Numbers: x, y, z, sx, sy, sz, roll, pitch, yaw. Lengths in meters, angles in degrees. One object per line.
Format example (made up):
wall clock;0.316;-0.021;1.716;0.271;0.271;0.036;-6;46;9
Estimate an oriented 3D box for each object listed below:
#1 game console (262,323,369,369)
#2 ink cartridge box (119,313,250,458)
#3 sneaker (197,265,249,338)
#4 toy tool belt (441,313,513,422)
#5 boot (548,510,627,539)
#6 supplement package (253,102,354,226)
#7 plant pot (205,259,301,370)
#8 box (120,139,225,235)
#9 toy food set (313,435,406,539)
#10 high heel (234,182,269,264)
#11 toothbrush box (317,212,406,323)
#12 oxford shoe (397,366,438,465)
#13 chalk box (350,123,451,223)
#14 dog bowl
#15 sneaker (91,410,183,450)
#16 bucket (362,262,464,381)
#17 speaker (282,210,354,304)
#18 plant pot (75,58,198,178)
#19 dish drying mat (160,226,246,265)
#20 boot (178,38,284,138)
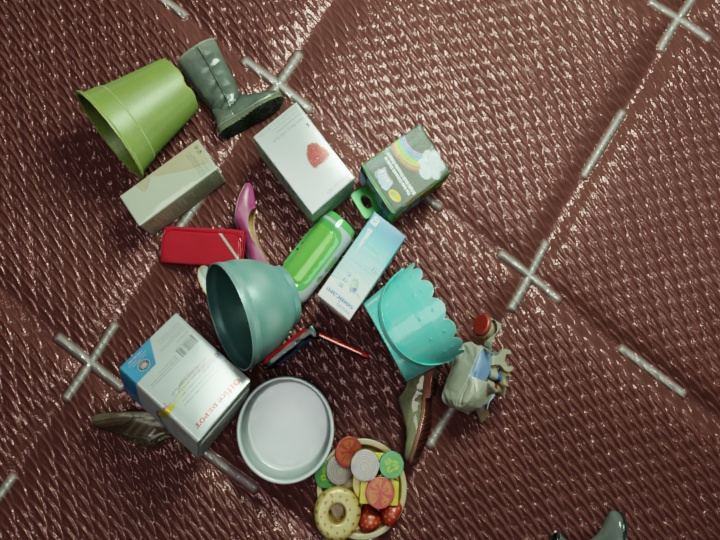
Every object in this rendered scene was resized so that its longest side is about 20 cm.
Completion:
game console;-0.085;0.175;1.106;0.171;0.200;0.120;-37;85;-7
ink cartridge box;-0.333;0.225;1.088;0.198;0.147;0.147;39;58;7
sneaker;-0.261;0.063;1.183;0.091;0.076;0.202;-38;94;-14
toy tool belt;0.257;0.206;1.176;0.121;0.124;0.205;26;85;-31
boot;0.456;0.569;1.156;0.129;0.070;0.205;26;78;6
supplement package;-0.116;-0.220;1.194;0.120;0.120;0.202;-38;87;-8
plant pot;-0.195;0.067;1.075;0.131;0.199;0.206;-19;83;-33
box;-0.391;-0.172;1.189;0.198;0.095;0.079;-37;85;-8
toy food set;0.000;0.445;1.155;0.192;0.049;0.206;3;83;-2
high heel;-0.217;-0.078;1.193;0.092;0.067;0.208;6;88;8
toothbrush box;0.000;0.000;1.160;0.084;0.147;0.202;36;82;2
oxford shoe;0.111;0.296;1.180;0.072;0.070;0.207;9;82;24
chalk box;0.072;-0.187;1.199;0.197;0.124;0.127;-34;86;-5
dog bowl;-0.150;0.318;1.147;0.192;0.079;0.208;0;83;-3
sneaker;-0.443;0.322;1.134;0.192;0.071;0.078;0;76;-4
bucket;0.102;0.108;1.130;0.132;0.207;0.211;-31;85;-2
speaker;-0.099;-0.024;1.189;0.088;0.088;0.202;38;83;2
plant pot;-0.445;-0.332;1.172;0.189;0.200;0.201;-42;86;-19
dish drying mat;-0.332;-0.050;1.182;0.193;0.018;0.080;4;87;16
boot;-0.284;-0.416;1.243;0.178;0.073;0.205;-26;78;-7
